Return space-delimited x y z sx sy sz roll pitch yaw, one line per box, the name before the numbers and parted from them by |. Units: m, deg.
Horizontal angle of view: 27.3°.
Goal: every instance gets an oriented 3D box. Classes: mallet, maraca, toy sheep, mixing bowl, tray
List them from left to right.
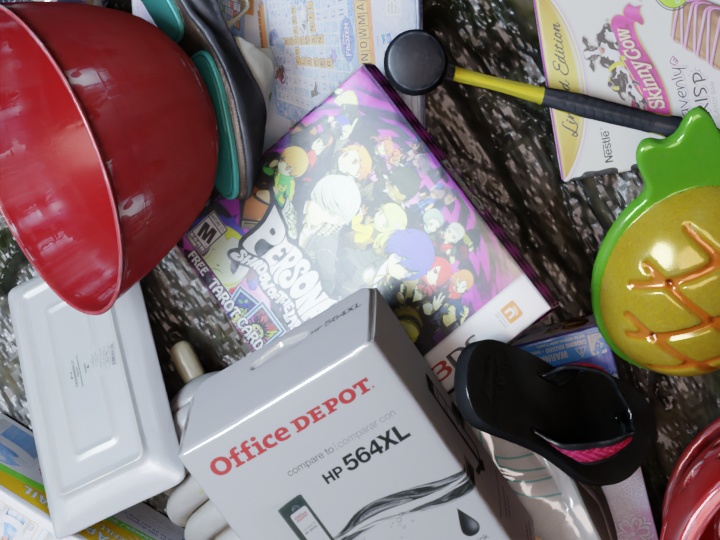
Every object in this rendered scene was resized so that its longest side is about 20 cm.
tray | -0.191 0.074 1.030 0.106 0.022 0.202 -25 61 12
mixing bowl | -0.158 -0.084 0.928 0.108 0.199 0.202 -25 99 -30
toy sheep | -0.079 0.135 1.036 0.137 0.138 0.201 -33 69 11
mallet | 0.109 -0.115 0.956 0.197 0.066 0.042 13 96 -8
maraca | 0.222 -0.015 0.969 0.135 0.107 0.202 0 124 -9

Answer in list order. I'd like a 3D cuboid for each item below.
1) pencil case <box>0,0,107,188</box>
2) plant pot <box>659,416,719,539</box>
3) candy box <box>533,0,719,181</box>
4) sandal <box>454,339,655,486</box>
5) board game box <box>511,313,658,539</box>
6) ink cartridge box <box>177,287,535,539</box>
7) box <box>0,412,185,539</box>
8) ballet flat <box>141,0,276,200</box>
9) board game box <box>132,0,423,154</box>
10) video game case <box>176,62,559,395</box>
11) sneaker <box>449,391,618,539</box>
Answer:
pencil case | -0.231 -0.137 1.026 0.089 0.077 0.202 25 105 33
plant pot | 0.291 0.183 0.970 0.197 0.183 0.203 1 101 6
candy box | 0.220 -0.145 0.981 0.197 0.061 0.138 -10 100 9
sandal | 0.137 0.090 0.943 0.045 0.199 0.076 -15 65 40
board game box | 0.102 0.152 1.058 0.197 0.041 0.202 -15 98 9
ink cartridge box | 0.001 0.136 0.921 0.145 0.085 0.201 -31 109 13
box | -0.218 0.210 1.071 0.199 0.113 0.102 32 103 -1
ballet flat | -0.094 -0.148 0.957 0.072 0.073 0.202 -24 91 10
board game box | -0.056 -0.167 1.011 0.196 0.041 0.203 0 101 6
video game case | 0.000 0.000 0.969 0.181 0.036 0.201 -39 82 16
sneaker | 0.104 0.135 1.004 0.080 0.070 0.201 -36 86 16
